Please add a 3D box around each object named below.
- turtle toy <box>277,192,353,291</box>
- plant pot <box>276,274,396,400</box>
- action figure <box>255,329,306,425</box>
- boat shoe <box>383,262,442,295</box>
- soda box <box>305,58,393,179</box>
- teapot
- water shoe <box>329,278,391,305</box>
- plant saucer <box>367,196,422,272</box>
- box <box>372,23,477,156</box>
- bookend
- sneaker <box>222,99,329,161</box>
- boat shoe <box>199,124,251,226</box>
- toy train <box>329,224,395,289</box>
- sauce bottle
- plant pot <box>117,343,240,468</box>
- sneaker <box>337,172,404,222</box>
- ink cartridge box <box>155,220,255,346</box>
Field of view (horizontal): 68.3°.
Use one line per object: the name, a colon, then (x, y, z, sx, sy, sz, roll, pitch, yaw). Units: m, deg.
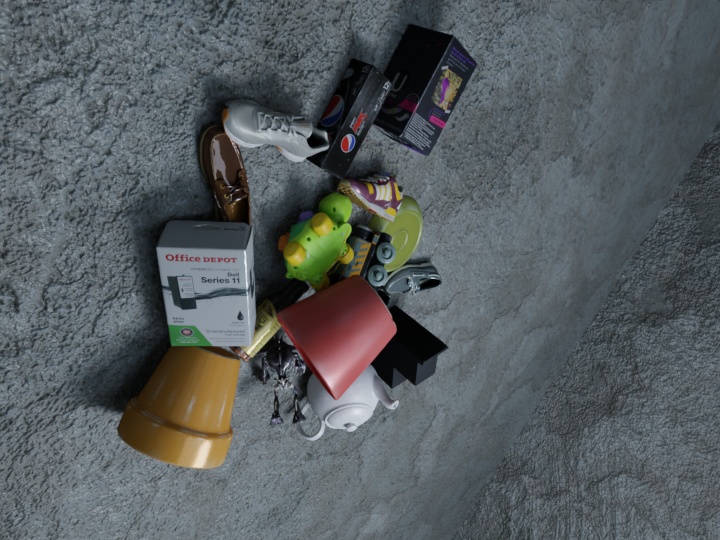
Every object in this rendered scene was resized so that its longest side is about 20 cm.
turtle toy: (-0.083, -0.065, 1.047, 0.201, 0.101, 0.146, -48, 143, -9)
plant pot: (-0.038, 0.117, 1.036, 0.176, 0.200, 0.202, -36, 139, -14)
action figure: (-0.174, 0.232, 1.172, 0.116, 0.102, 0.204, -5, 83, -13)
boat shoe: (0.137, 0.029, 1.370, 0.198, 0.062, 0.073, -13, 143, -42)
soda box: (-0.024, -0.278, 0.983, 0.070, 0.063, 0.202, 20, 102, -50)
teapot: (-0.039, 0.322, 1.296, 0.194, 0.148, 0.201, 7, 138, -24)
water shoe: (-0.005, 0.053, 1.234, 0.198, 0.079, 0.073, -3, 120, -45)
plant saucer: (0.086, -0.077, 1.274, 0.198, 0.031, 0.203, -27, 135, -31)
box: (0.114, -0.347, 1.029, 0.105, 0.122, 0.202, 19, 103, -50)
bookend: (0.121, 0.237, 1.406, 0.091, 0.199, 0.202, -24, 132, -31)
sneaker: (-0.130, -0.235, 0.865, 0.198, 0.091, 0.077, 4, 85, -52)
boat shoe: (-0.213, -0.139, 0.882, 0.071, 0.067, 0.203, -27, 134, -30)
toy train: (0.000, 0.000, 1.163, 0.112, 0.085, 0.203, 23, 82, -10)
sauce bottle: (-0.186, 0.093, 1.088, 0.201, 0.066, 0.066, -49, 142, -11)
plant pot: (-0.309, 0.227, 0.969, 0.199, 0.198, 0.186, 27, 82, -52)
sneaker: (0.024, -0.174, 1.114, 0.199, 0.074, 0.091, 23, 92, -58)
ink cartridge box: (-0.254, 0.025, 0.898, 0.143, 0.084, 0.203, 1, 123, -5)
